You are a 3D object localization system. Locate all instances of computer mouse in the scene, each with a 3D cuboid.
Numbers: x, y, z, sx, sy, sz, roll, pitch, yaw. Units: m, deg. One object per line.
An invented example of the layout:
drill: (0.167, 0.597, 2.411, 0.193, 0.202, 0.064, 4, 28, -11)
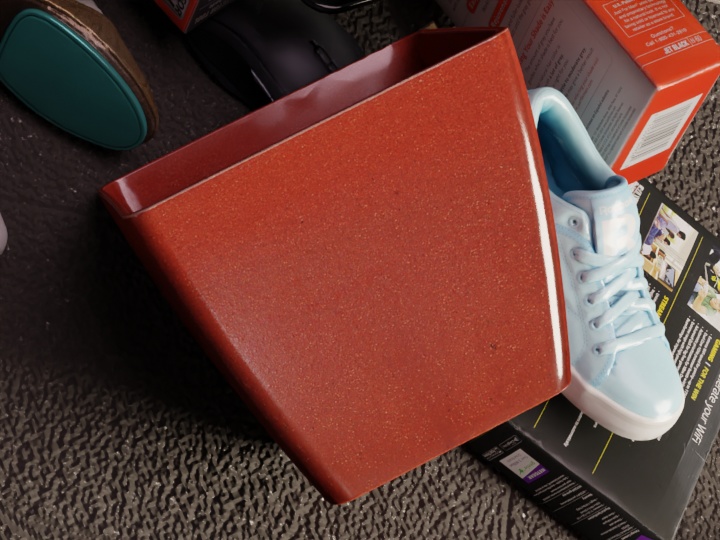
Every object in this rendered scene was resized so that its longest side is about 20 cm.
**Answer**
computer mouse: (-0.002, -0.119, 1.219, 0.200, 0.046, 0.140, 49, 58, -3)

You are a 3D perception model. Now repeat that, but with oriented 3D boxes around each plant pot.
plant pot: (0.000, 0.000, 1.069, 0.199, 0.200, 0.178, -27, 101, -7)

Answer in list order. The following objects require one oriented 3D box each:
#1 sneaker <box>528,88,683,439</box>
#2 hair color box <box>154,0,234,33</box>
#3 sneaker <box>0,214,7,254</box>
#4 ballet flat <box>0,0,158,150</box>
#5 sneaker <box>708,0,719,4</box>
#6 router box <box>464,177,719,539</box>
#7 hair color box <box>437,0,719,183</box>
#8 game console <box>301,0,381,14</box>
sneaker: (0.122, -0.007, 1.146, 0.074, 0.082, 0.201, -25, 79, -31)
hair color box: (-0.122, -0.238, 1.173, 0.200, 0.061, 0.101, 47, 56, 8)
sneaker: (-0.225, -0.095, 1.054, 0.072, 0.072, 0.201, -29, 101, -5)
ballet flat: (-0.188, -0.139, 1.126, 0.199, 0.068, 0.073, 28, 41, -12)
sneaker: (0.153, -0.195, 1.124, 0.198, 0.082, 0.075, 8, 78, -18)
router box: (0.145, 0.046, 1.228, 0.149, 0.051, 0.201, 38, 56, -10)
hair color box: (0.113, -0.153, 1.222, 0.061, 0.102, 0.201, -23, 65, -32)
game console: (0.024, -0.256, 1.127, 0.199, 0.119, 0.174, -21, 125, -27)
